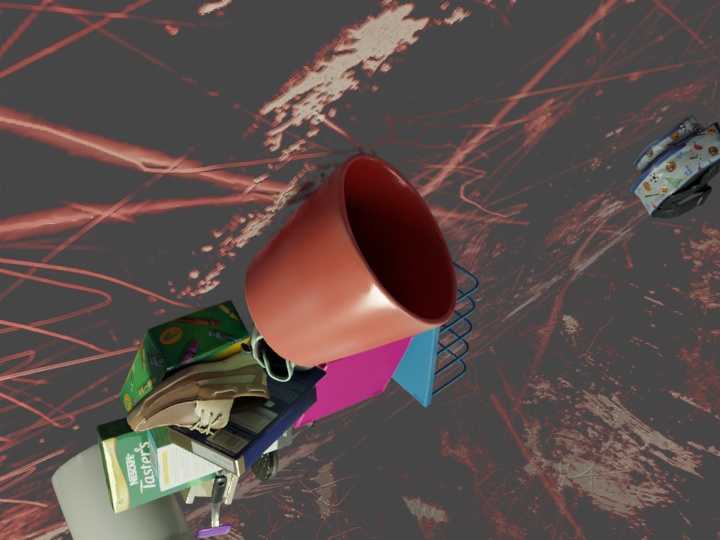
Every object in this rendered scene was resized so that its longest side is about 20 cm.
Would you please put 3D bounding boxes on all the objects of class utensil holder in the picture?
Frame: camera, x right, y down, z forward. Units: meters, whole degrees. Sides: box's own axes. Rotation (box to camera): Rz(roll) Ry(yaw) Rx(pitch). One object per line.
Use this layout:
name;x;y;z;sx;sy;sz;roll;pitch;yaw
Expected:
utensil holder;-0.371;0.379;1.178;0.167;0.203;0.170;-29;165;-9

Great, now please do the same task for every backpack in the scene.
backpack;0.655;-0.209;1.558;0.189;0.155;0.201;-37;160;-14

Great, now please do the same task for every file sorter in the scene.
file sorter;-0.039;0.122;1.165;0.197;0.126;0.141;-13;140;-45
file sorter;0.109;0.087;1.252;0.121;0.138;0.204;-28;137;-32

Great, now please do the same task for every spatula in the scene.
spatula;-0.222;0.367;1.154;0.055;0.021;0.203;-4;135;-20

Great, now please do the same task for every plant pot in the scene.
plant pot;-0.019;0.003;0.818;0.175;0.205;0.199;-29;168;30

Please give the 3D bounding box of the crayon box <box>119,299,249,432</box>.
crayon box;-0.230;0.126;0.967;0.117;0.059;0.201;-21;160;-37

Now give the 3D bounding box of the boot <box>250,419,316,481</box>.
boot;-0.124;0.244;1.224;0.129;0.203;0.070;14;134;-34

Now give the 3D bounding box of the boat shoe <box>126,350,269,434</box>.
boat shoe;-0.183;0.156;0.902;0.197;0.073;0.076;-16;158;-47

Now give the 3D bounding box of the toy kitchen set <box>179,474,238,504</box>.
toy kitchen set;-0.277;0.231;1.191;0.160;0.179;0.205;14;98;-34

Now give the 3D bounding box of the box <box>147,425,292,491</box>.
box;-0.189;0.225;1.036;0.196;0.049;0.084;-14;129;-28

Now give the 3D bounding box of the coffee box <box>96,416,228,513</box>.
coffee box;-0.265;0.253;1.069;0.195;0.044;0.126;-12;115;-27

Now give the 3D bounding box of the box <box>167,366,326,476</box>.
box;-0.141;0.179;0.993;0.199;0.119;0.033;-39;135;-46

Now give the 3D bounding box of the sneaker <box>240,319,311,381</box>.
sneaker;-0.098;0.100;0.940;0.072;0.121;0.203;-5;141;8
